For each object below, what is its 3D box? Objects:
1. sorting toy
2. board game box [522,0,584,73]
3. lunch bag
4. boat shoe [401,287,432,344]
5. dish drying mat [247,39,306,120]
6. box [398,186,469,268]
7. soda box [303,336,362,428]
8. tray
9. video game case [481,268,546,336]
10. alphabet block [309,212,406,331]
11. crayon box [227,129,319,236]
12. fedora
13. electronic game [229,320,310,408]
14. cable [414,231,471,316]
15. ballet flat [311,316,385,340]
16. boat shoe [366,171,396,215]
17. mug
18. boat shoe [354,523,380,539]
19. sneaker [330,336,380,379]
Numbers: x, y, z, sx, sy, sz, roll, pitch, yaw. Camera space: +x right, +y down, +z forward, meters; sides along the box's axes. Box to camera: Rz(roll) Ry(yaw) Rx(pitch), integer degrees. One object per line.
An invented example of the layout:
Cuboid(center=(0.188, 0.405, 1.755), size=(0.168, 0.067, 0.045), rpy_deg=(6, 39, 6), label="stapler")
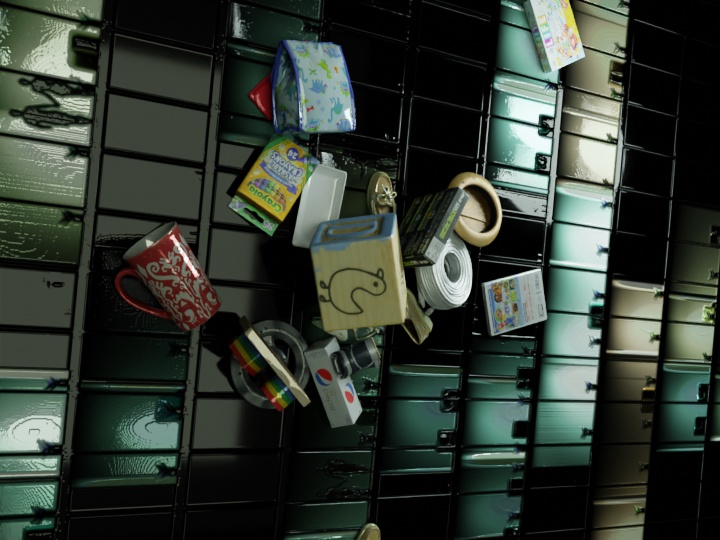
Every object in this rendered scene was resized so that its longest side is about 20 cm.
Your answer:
Cuboid(center=(-0.207, 0.207, 1.583), size=(0.069, 0.199, 0.201), rpy_deg=(-39, 101, -8), label="sorting toy")
Cuboid(center=(0.541, -0.671, 2.053), size=(0.133, 0.034, 0.203), rpy_deg=(-27, 103, -23), label="board game box")
Cuboid(center=(-0.110, -0.414, 1.669), size=(0.168, 0.126, 0.205), rpy_deg=(-11, 103, -42), label="lunch bag")
Cuboid(center=(0.105, 0.102, 1.825), size=(0.200, 0.071, 0.077), rpy_deg=(48, 54, -20), label="boat shoe")
Cuboid(center=(-0.171, -0.446, 1.716), size=(0.077, 0.018, 0.201), rpy_deg=(48, 72, -21), label="dish drying mat")
Cuboid(center=(0.155, -0.099, 1.784), size=(0.047, 0.192, 0.202), rpy_deg=(36, 70, -20), label="box")
Cuboid(center=(-0.063, 0.267, 1.755), size=(0.068, 0.063, 0.204), rpy_deg=(-42, 116, -63), label="soda box")
Cuboid(center=(-0.100, -0.149, 1.759), size=(0.106, 0.022, 0.204), rpy_deg=(13, 86, -27), label="tray")
Cuboid(center=(0.426, 0.086, 2.032), size=(0.197, 0.018, 0.146), rpy_deg=(-13, 98, -26), label="video game case")
Cuboid(center=(0.000, 0.000, 1.668), size=(0.191, 0.197, 0.204), rpy_deg=(-7, 109, 10), label="alphabet block")
Cuboid(center=(-0.197, -0.199, 1.680), size=(0.125, 0.051, 0.202), rpy_deg=(33, 78, -11), label="crayon box")
Cuboid(center=(0.278, -0.153, 1.906), size=(0.197, 0.081, 0.205), rpy_deg=(5, 81, -34), label="fedora")
Cuboid(center=(-0.207, 0.217, 1.707), size=(0.196, 0.041, 0.205), rpy_deg=(4, 82, -26), label="electronic game")
Cuboid(center=(0.210, -0.004, 1.855), size=(0.198, 0.068, 0.204), rpy_deg=(-19, 97, -51), label="cable")
Cuboid(center=(-0.023, 0.136, 1.777), size=(0.196, 0.074, 0.076), rpy_deg=(-5, 94, -22), label="ballet flat")
Cuboid(center=(0.058, -0.142, 1.815), size=(0.072, 0.062, 0.205), rpy_deg=(-3, 93, -26), label="boat shoe")
Cuboid(center=(-0.409, 0.023, 1.576), size=(0.202, 0.175, 0.134), rpy_deg=(58, 33, -20), label="mug")
Cuboid(center=(0.014, 0.734, 1.817), size=(0.071, 0.076, 0.204), rpy_deg=(18, 84, -25), label="boat shoe")
Cuboid(center=(-0.012, 0.210, 1.741), size=(0.107, 0.200, 0.071), rpy_deg=(-26, 79, -5), label="sneaker")
